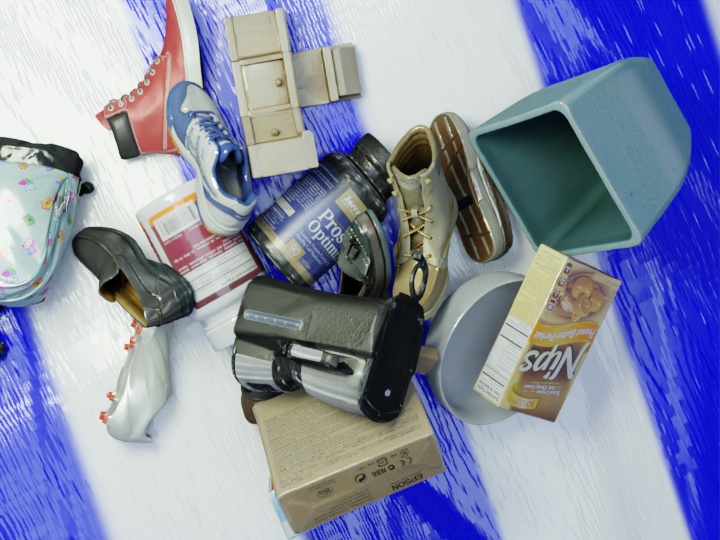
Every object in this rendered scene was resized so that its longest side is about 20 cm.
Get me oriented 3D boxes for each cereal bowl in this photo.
[{"bbox_3d":[0.159,0.090,1.496,0.198,0.083,0.203,-15,118,-29],"label":"cereal bowl"}]

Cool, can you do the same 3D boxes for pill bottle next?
[{"bbox_3d":[-0.038,-0.077,1.479,0.200,0.112,0.112,-42,95,-2],"label":"pill bottle"},{"bbox_3d":[-0.188,-0.009,1.467,0.113,0.114,0.202,-28,94,-3],"label":"pill bottle"}]

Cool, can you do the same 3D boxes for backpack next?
[{"bbox_3d":[-0.429,-0.058,1.430,0.165,0.127,0.203,7,79,0],"label":"backpack"}]

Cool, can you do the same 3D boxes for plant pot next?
[{"bbox_3d":[0.297,-0.158,1.461,0.200,0.195,0.198,-39,104,-27],"label":"plant pot"}]

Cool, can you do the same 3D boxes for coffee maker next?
[{"bbox_3d":[-0.033,0.069,1.379,0.198,0.135,0.193,11,56,30],"label":"coffee maker"}]

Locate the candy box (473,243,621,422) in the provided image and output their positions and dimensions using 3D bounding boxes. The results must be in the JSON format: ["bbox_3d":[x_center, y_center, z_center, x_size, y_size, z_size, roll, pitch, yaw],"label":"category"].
[{"bbox_3d":[0.233,0.080,1.454,0.115,0.055,0.202,19,98,-39],"label":"candy box"}]

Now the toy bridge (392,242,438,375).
[{"bbox_3d":[0.062,0.047,1.478,0.027,0.067,0.202,11,47,-20],"label":"toy bridge"}]

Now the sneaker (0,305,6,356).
[{"bbox_3d":[-0.495,0.114,1.468,0.086,0.076,0.203,10,91,-11],"label":"sneaker"}]

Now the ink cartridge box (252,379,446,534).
[{"bbox_3d":[-0.016,0.201,1.403,0.198,0.165,0.076,-22,127,0],"label":"ink cartridge box"}]

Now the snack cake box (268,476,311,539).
[{"bbox_3d":[-0.017,0.260,1.490,0.198,0.115,0.068,-25,94,-3],"label":"snack cake box"}]

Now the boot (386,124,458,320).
[{"bbox_3d":[0.068,-0.056,1.409,0.072,0.156,0.202,5,57,19],"label":"boot"}]

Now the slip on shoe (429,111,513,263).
[{"bbox_3d":[0.147,-0.111,1.522,0.060,0.076,0.202,-18,84,-43],"label":"slip on shoe"}]

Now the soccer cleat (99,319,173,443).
[{"bbox_3d":[-0.268,0.123,1.494,0.077,0.069,0.202,20,91,-21],"label":"soccer cleat"}]

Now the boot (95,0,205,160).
[{"bbox_3d":[-0.269,-0.245,1.477,0.142,0.072,0.203,-5,96,-3],"label":"boot"}]

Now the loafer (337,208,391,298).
[{"bbox_3d":[0.000,0.000,1.445,0.062,0.201,0.072,-22,62,-10],"label":"loafer"}]

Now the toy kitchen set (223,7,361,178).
[{"bbox_3d":[-0.072,-0.227,1.436,0.161,0.180,0.203,-11,97,-5],"label":"toy kitchen set"}]

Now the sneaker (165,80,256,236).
[{"bbox_3d":[-0.170,-0.147,1.399,0.075,0.088,0.202,-15,77,-35],"label":"sneaker"}]

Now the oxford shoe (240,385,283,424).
[{"bbox_3d":[-0.058,0.167,1.516,0.197,0.073,0.085,0,116,-7],"label":"oxford shoe"}]

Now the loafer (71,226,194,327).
[{"bbox_3d":[-0.296,0.006,1.439,0.199,0.072,0.074,27,130,31],"label":"loafer"}]
